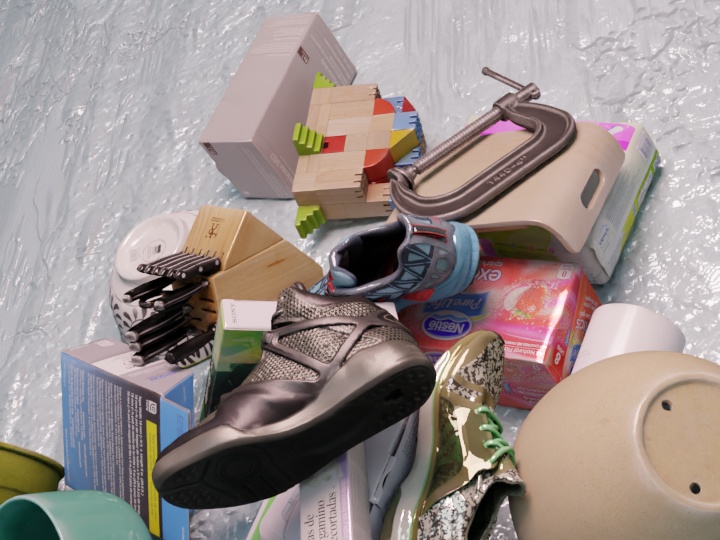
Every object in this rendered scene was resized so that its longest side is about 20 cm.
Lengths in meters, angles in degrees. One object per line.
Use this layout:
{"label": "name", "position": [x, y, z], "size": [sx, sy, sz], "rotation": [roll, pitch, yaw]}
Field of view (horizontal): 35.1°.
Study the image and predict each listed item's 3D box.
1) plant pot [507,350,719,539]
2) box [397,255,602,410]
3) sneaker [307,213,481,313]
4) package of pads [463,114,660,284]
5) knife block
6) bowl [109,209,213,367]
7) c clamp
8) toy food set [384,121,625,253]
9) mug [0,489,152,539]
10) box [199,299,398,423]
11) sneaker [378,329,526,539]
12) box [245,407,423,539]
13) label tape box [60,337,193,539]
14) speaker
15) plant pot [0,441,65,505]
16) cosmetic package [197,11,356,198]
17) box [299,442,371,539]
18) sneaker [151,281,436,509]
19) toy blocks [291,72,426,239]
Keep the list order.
{"label": "plant pot", "position": [0.210, 0.136, 0.775], "size": [0.200, 0.135, 0.201], "rotation": [2, 64, -4]}
{"label": "box", "position": [0.103, 0.052, 1.003], "size": [0.200, 0.095, 0.103], "rotation": [6, 60, 36]}
{"label": "sneaker", "position": [0.000, 0.000, 0.951], "size": [0.200, 0.095, 0.079], "rotation": [-31, 54, 37]}
{"label": "package of pads", "position": [0.164, -0.070, 1.085], "size": [0.200, 0.068, 0.155], "rotation": [8, 59, 37]}
{"label": "knife block", "position": [-0.137, 0.034, 1.118], "size": [0.064, 0.200, 0.176], "rotation": [10, 73, 37]}
{"label": "bowl", "position": [-0.206, -0.001, 1.245], "size": [0.201, 0.094, 0.201], "rotation": [-17, 47, 19]}
{"label": "c clamp", "position": [0.101, -0.108, 1.018], "size": [0.200, 0.027, 0.171], "rotation": [-38, 36, -19]}
{"label": "toy food set", "position": [0.120, -0.060, 1.007], "size": [0.200, 0.060, 0.144], "rotation": [-4, 38, 37]}
{"label": "mug", "position": [-0.261, 0.284, 1.021], "size": [0.185, 0.114, 0.152], "rotation": [-52, 55, 27]}
{"label": "box", "position": [-0.058, 0.105, 0.956], "size": [0.144, 0.200, 0.036], "rotation": [1, 43, -15]}
{"label": "sneaker", "position": [0.086, 0.137, 0.815], "size": [0.089, 0.077, 0.200], "rotation": [1, 62, 37]}
{"label": "box", "position": [0.016, 0.192, 0.886], "size": [0.097, 0.177, 0.200], "rotation": [6, 59, 35]}
{"label": "label tape box", "position": [-0.201, 0.161, 1.074], "size": [0.200, 0.144, 0.063], "rotation": [16, 21, 40]}
{"label": "speaker", "position": [0.191, 0.126, 0.897], "size": [0.081, 0.081, 0.200], "rotation": [5, 57, 35]}
{"label": "plant pot", "position": [-0.402, 0.272, 1.093], "size": [0.200, 0.200, 0.193], "rotation": [-8, 63, 27]}
{"label": "cosmetic package", "position": [-0.094, -0.191, 1.323], "size": [0.090, 0.107, 0.200], "rotation": [1, 57, 34]}
{"label": "box", "position": [-0.019, 0.138, 0.797], "size": [0.039, 0.041, 0.200], "rotation": [-17, 50, 15]}
{"label": "sneaker", "position": [-0.057, 0.083, 0.783], "size": [0.199, 0.076, 0.114], "rotation": [-31, 45, -2]}
{"label": "toy blocks", "position": [0.009, -0.131, 1.231], "size": [0.137, 0.100, 0.200], "rotation": [-3, 53, 16]}
